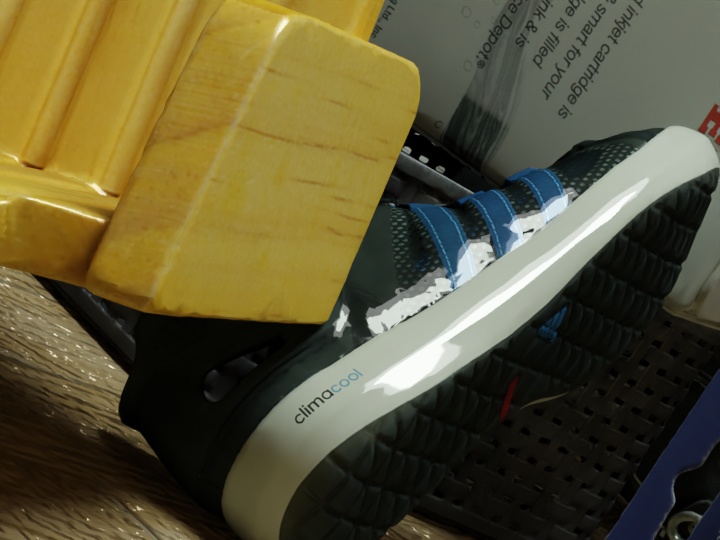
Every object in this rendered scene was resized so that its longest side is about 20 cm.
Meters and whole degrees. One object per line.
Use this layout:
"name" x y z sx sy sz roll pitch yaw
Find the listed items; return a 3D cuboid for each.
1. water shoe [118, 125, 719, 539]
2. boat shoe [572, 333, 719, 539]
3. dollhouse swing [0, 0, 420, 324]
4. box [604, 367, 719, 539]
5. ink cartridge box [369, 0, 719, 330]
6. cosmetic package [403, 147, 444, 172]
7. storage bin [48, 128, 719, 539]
"water shoe" 0.020 -0.001 0.717 0.079 0.072 0.200 36 41 21
"boat shoe" 0.136 0.087 0.938 0.200 0.073 0.068 52 8 -9
"dollhouse swing" -0.084 -0.101 0.631 0.199 0.177 0.182 20 3 15
"box" 0.151 0.107 0.700 0.200 0.122 0.032 36 8 19
"ink cartridge box" 0.071 -0.095 0.848 0.200 0.147 0.083 38 9 21
"cosmetic package" 0.015 -0.079 1.151 0.200 0.168 0.166 36 6 17
"storage bin" 0.000 0.000 0.857 0.200 0.094 0.135 28 9 -44
